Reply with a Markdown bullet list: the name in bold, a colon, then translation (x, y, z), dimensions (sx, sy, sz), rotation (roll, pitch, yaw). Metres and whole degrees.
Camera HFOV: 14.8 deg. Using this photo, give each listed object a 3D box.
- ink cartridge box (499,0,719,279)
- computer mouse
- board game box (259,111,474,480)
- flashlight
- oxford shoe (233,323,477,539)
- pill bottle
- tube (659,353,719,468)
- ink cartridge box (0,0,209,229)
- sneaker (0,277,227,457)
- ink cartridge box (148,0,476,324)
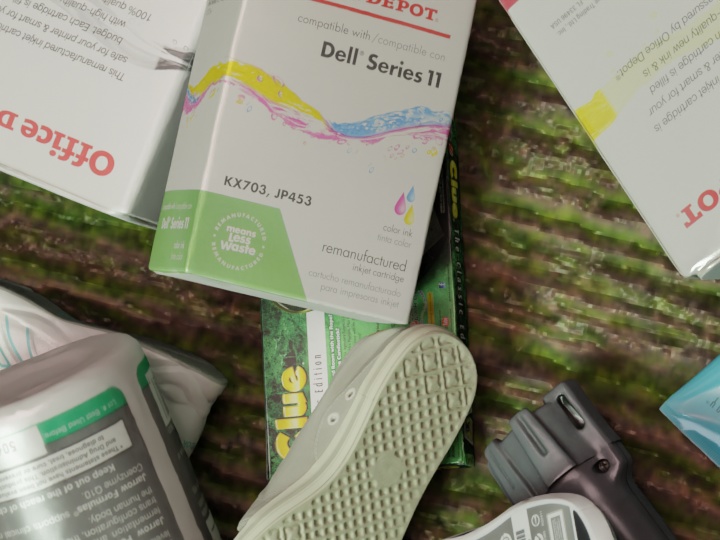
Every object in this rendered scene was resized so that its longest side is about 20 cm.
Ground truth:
- **ink cartridge box**: translation (0.164, -0.114, 1.282), dimensions (0.145, 0.083, 0.201), rotation (-38, 73, 22)
- **computer mouse**: translation (0.061, 0.155, 1.282), dimensions (0.199, 0.044, 0.111), rotation (-24, 68, 47)
- **board game box**: translation (0.000, 0.000, 1.367), dimensions (0.104, 0.023, 0.202), rotation (-5, 81, 16)
- **flashlight**: translation (0.130, 0.153, 1.285), dimensions (0.067, 0.068, 0.200), rotation (-32, 69, -15)
- **oxford shoe**: translation (-0.017, 0.110, 1.298), dimensions (0.201, 0.075, 0.058), rotation (-57, 29, -13)
- **pill bottle**: translation (-0.120, 0.141, 1.315), dimensions (0.112, 0.113, 0.201), rotation (-19, 100, 16)
- **tube**: translation (0.231, 0.018, 1.277), dimensions (0.200, 0.050, 0.077), rotation (-49, 63, 12)
- **ink cartridge box**: translation (-0.126, -0.137, 1.393), dimensions (0.145, 0.084, 0.201), rotation (23, 91, 19)
- **sneaker**: translation (-0.168, 0.051, 1.394), dimensions (0.199, 0.070, 0.081), rotation (22, 93, 19)
- **ink cartridge box**: translation (-0.018, -0.085, 1.310), dimensions (0.116, 0.067, 0.202), rotation (13, 86, -18)
